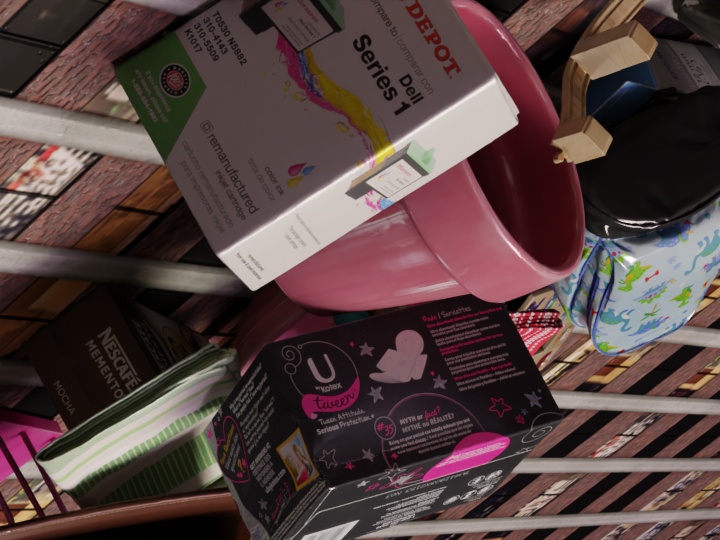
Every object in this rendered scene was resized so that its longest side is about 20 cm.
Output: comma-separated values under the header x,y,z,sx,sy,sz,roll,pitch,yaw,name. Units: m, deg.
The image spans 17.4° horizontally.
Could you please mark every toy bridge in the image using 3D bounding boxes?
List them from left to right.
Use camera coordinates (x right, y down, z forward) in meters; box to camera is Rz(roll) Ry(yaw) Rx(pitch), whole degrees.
x,y,z,sx,sy,sz,roll,pitch,yaw,name
0.174,-0.151,1.627,0.067,0.027,0.201,-15,-140,53,toy bridge

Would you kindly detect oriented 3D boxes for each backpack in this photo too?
x,y,z,sx,sy,sz,roll,pitch,yaw,name
0.207,-0.029,1.789,0.162,0.154,0.200,-26,171,-25,backpack

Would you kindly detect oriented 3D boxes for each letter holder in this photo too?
x,y,z,sx,sy,sz,roll,pitch,yaw,name
-0.160,0.233,1.660,0.198,0.101,0.142,-8,150,-11,letter holder

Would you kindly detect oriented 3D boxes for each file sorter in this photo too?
x,y,z,sx,sy,sz,roll,pitch,yaw,name
-0.300,0.190,1.751,0.139,0.126,0.200,-36,158,13,file sorter

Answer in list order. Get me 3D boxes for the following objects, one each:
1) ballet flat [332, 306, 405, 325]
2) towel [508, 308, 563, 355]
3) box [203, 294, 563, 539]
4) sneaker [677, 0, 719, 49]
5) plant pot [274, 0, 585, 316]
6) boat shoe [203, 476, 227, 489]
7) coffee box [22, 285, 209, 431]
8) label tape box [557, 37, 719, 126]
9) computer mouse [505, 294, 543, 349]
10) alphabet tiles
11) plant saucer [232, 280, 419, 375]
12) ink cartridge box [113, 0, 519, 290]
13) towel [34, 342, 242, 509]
x,y,z,sx,sy,sz,roll,pitch,yaw,name
0.000,0.000,1.746,0.070,0.071,0.201,-30,132,-2,ballet flat
0.062,0.087,1.820,0.199,0.023,0.145,-3,139,-51,towel
0.013,0.105,1.625,0.199,0.115,0.132,-13,156,-32,box
0.312,-0.198,1.818,0.087,0.080,0.200,-57,155,8,sneaker
0.027,-0.059,1.577,0.178,0.201,0.200,-22,164,25,plant pot
-0.026,0.162,1.751,0.199,0.063,0.073,-19,137,16,boat shoe
-0.156,0.096,1.756,0.080,0.113,0.200,-35,159,8,coffee box
0.201,-0.115,1.839,0.199,0.066,0.143,4,140,-50,label tape box
0.126,0.040,2.024,0.138,0.053,0.200,-40,162,-17,computer mouse
0.167,0.030,1.992,0.167,0.008,0.200,-17,147,-56,alphabet tiles
-0.023,0.035,1.888,0.199,0.051,0.201,-27,158,-12,plant saucer
-0.025,-0.107,1.431,0.199,0.145,0.084,-32,159,3,ink cartridge box
-0.137,0.124,1.655,0.152,0.023,0.200,-31,159,-5,towel
